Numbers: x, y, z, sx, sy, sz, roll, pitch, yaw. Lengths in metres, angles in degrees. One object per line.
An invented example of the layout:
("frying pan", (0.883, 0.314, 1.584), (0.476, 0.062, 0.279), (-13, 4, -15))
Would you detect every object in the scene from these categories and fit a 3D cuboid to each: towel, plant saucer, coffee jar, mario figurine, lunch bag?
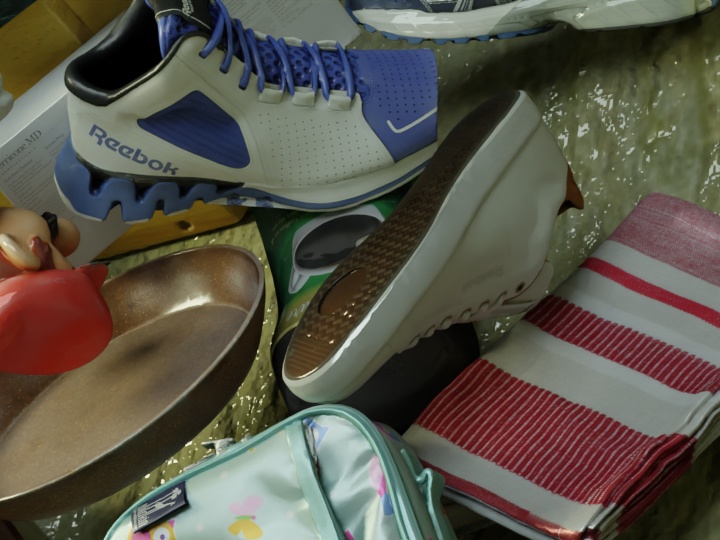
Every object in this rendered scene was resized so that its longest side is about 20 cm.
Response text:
("towel", (0.120, 0.043, 1.268), (0.200, 0.023, 0.144), (-42, 37, -22))
("plant saucer", (-0.126, 0.061, 1.359), (0.200, 0.035, 0.200), (-26, 23, 12))
("coffee jar", (0.000, 0.000, 1.390), (0.104, 0.085, 0.200), (-19, 44, 9))
("mario figurine", (-0.194, -0.034, 1.362), (0.106, 0.200, 0.123), (-43, -3, -4))
("lunch bag", (-0.020, 0.164, 1.224), (0.160, 0.077, 0.200), (-29, 69, 16))

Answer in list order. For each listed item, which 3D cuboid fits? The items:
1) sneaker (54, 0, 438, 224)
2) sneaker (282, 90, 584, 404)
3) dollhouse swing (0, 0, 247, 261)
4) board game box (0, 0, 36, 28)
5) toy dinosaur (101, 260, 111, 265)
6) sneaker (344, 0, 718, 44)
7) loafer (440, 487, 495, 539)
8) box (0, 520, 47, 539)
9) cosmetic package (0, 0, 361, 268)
("sneaker", (-0.059, -0.091, 1.344), (0.199, 0.115, 0.081), (-9, 45, -3))
("sneaker", (0.045, 0.006, 1.275), (0.073, 0.085, 0.200), (-13, 31, 53))
("dollhouse swing", (-0.144, -0.144, 1.545), (0.181, 0.200, 0.176), (-14, 47, 31))
("board game box", (-0.212, -0.169, 1.443), (0.200, 0.028, 0.135), (-36, 40, 8))
("toy dinosaur", (-0.228, 0.008, 1.575), (0.199, 0.102, 0.077), (-17, 57, 15))
("sneaker", (0.087, -0.165, 1.433), (0.199, 0.077, 0.085), (-4, 96, 17))
("loafer", (-0.007, 0.126, 1.318), (0.199, 0.063, 0.072), (-11, 20, 14))
("box", (-0.214, 0.184, 1.393), (0.128, 0.109, 0.200), (-46, 40, -2))
("cosmetic package", (-0.104, -0.096, 1.432), (0.200, 0.083, 0.051), (-40, 27, -4))
